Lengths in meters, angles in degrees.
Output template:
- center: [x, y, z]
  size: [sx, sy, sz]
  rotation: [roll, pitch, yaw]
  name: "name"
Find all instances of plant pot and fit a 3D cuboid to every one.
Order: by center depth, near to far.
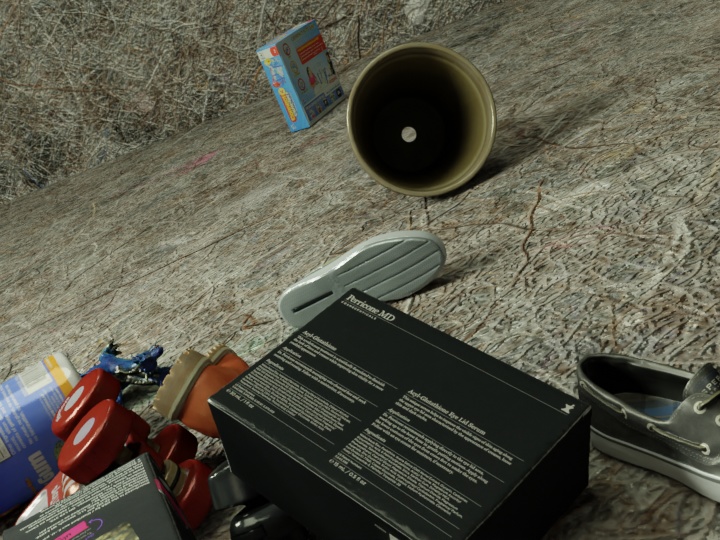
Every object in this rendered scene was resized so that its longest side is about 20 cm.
- center: [0.074, -0.199, 1.314]
  size: [0.199, 0.201, 0.174]
  rotation: [-25, 3, -3]
  name: "plant pot"

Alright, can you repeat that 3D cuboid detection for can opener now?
- center: [-0.006, 0.142, 0.673]
  size: [0.199, 0.079, 0.063]
  rotation: [-19, 9, -15]
  name: "can opener"

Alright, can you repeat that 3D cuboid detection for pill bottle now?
- center: [-0.349, 0.175, 0.913]
  size: [0.199, 0.113, 0.112]
  rotation: [-32, 21, -19]
  name: "pill bottle"

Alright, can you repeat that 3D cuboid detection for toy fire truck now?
- center: [-0.216, 0.188, 0.762]
  size: [0.168, 0.112, 0.200]
  rotation: [-51, 22, -4]
  name: "toy fire truck"

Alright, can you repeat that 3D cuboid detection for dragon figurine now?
- center: [-0.295, 0.132, 1.040]
  size: [0.199, 0.059, 0.099]
  rotation: [-27, 19, -11]
  name: "dragon figurine"

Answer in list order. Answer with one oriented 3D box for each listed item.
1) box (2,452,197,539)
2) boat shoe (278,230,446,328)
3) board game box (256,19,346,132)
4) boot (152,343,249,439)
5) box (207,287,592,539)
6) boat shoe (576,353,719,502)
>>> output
- center: [-0.128, 0.210, 0.540]
  size: [0.106, 0.123, 0.200]
  rotation: [-28, 20, -13]
  name: "box"
- center: [0.000, 0.000, 1.021]
  size: [0.199, 0.072, 0.062]
  rotation: [-20, 22, 19]
  name: "boat shoe"
- center: [-0.130, -0.444, 2.151]
  size: [0.056, 0.197, 0.200]
  rotation: [-11, 22, 32]
  name: "board game box"
- center: [-0.110, 0.122, 0.844]
  size: [0.075, 0.107, 0.200]
  rotation: [-63, -2, -1]
  name: "boot"
- center: [0.024, 0.108, 0.601]
  size: [0.199, 0.079, 0.141]
  rotation: [26, 51, 37]
  name: "box"
- center: [0.206, 0.084, 0.561]
  size: [0.070, 0.067, 0.200]
  rotation: [-32, 21, -23]
  name: "boat shoe"
